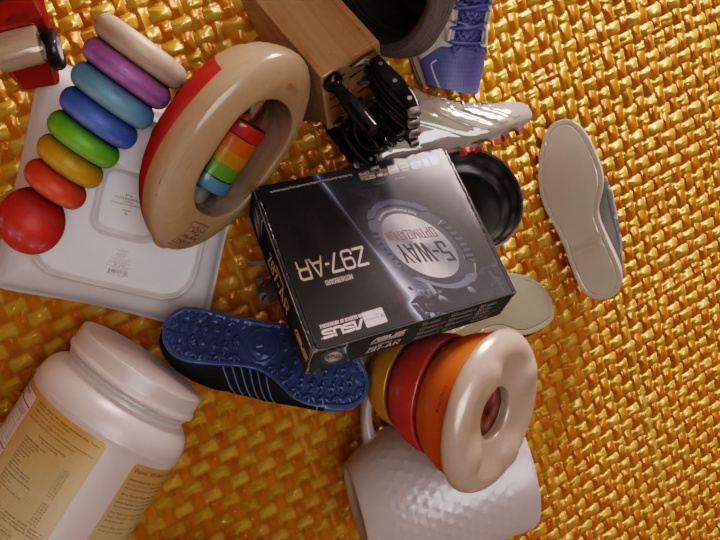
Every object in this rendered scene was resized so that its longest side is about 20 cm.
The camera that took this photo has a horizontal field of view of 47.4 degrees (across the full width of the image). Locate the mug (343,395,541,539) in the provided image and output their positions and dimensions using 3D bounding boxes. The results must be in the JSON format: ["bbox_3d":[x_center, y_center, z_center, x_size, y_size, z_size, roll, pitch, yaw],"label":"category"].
[{"bbox_3d":[0.068,0.192,0.844,0.171,0.148,0.205,-15,83,-11],"label":"mug"}]

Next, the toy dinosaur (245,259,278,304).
[{"bbox_3d":[0.000,0.000,0.771,0.195,0.077,0.105,-18,76,-14],"label":"toy dinosaur"}]

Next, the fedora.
[{"bbox_3d":[0.028,-0.297,0.734,0.090,0.177,0.202,-33,85,-38],"label":"fedora"}]

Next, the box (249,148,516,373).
[{"bbox_3d":[0.017,-0.015,0.726,0.195,0.044,0.163,-13,65,-20],"label":"box"}]

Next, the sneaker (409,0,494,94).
[{"bbox_3d":[0.102,-0.274,0.782,0.078,0.115,0.205,-2,100,-20],"label":"sneaker"}]

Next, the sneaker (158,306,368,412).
[{"bbox_3d":[-0.090,0.086,0.765,0.195,0.078,0.072,19,69,-8],"label":"sneaker"}]

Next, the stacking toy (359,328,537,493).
[{"bbox_3d":[0.055,0.104,0.774,0.145,0.197,0.150,-22,120,-44],"label":"stacking toy"}]

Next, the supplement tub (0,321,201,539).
[{"bbox_3d":[-0.240,0.162,0.701,0.143,0.144,0.202,35,85,-23],"label":"supplement tub"}]

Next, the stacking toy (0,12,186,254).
[{"bbox_3d":[-0.226,-0.101,0.671,0.084,0.085,0.202,32,92,-24],"label":"stacking toy"}]

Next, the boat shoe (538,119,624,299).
[{"bbox_3d":[0.250,-0.072,0.921,0.062,0.071,0.205,-35,109,-59],"label":"boat shoe"}]

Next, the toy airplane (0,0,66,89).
[{"bbox_3d":[-0.283,-0.258,0.612,0.197,0.143,0.200,25,118,-34],"label":"toy airplane"}]

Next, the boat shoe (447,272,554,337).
[{"bbox_3d":[0.127,0.050,0.884,0.196,0.067,0.073,-11,74,-33],"label":"boat shoe"}]

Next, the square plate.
[{"bbox_3d":[-0.208,-0.060,0.739,0.196,0.028,0.203,14,93,-24],"label":"square plate"}]

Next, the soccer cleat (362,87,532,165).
[{"bbox_3d":[0.080,-0.149,0.818,0.195,0.069,0.080,-17,94,-13],"label":"soccer cleat"}]

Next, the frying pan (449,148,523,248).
[{"bbox_3d":[0.086,-0.047,0.835,0.189,0.031,0.115,-42,80,-17],"label":"frying pan"}]

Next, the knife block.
[{"bbox_3d":[-0.023,-0.187,0.712,0.063,0.175,0.203,-31,109,-15],"label":"knife block"}]

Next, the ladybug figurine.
[{"bbox_3d":[-0.122,-0.108,0.691,0.201,0.072,0.135,-52,158,6],"label":"ladybug figurine"}]
